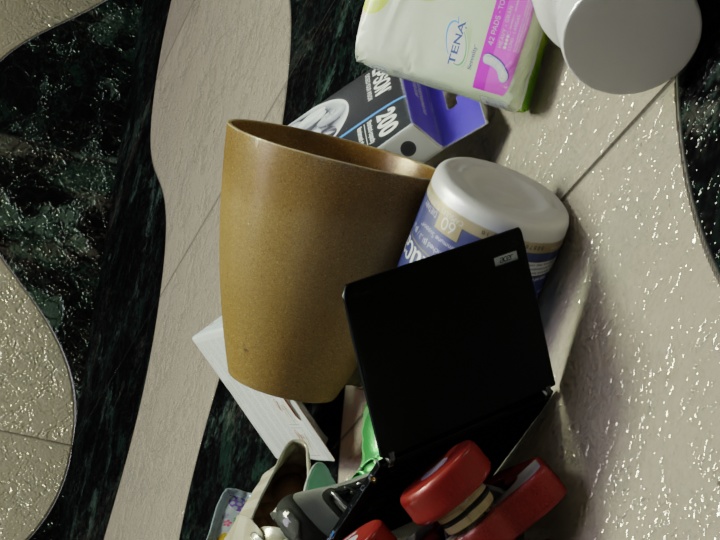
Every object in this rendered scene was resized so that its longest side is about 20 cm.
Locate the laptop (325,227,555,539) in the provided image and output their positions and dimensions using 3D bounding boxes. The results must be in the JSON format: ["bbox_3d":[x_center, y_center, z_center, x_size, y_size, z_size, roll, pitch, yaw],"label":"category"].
[{"bbox_3d":[0.042,0.090,1.227,0.104,0.176,0.201,53,137,23],"label":"laptop"}]

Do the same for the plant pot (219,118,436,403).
[{"bbox_3d":[-0.041,-0.003,1.391,0.186,0.185,0.202,-134,57,-71],"label":"plant pot"}]

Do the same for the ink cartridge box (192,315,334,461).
[{"bbox_3d":[-0.084,0.115,1.719,0.057,0.163,0.200,-37,7,-23],"label":"ink cartridge box"}]

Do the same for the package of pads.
[{"bbox_3d":[0.089,-0.247,1.416,0.068,0.153,0.202,-3,-70,-70],"label":"package of pads"}]

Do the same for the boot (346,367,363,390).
[{"bbox_3d":[0.000,0.000,1.484,0.075,0.096,0.202,-175,99,-75],"label":"boot"}]

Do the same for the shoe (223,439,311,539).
[{"bbox_3d":[-0.078,0.221,1.482,0.201,0.069,0.054,-69,-4,-56],"label":"shoe"}]

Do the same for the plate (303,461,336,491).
[{"bbox_3d":[-0.024,0.268,1.495,0.200,0.025,0.202,-4,-90,-81],"label":"plate"}]

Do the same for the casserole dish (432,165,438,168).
[{"bbox_3d":[0.069,0.004,1.490,0.121,0.038,0.202,130,150,-57],"label":"casserole dish"}]

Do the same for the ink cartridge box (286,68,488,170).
[{"bbox_3d":[0.014,-0.129,1.556,0.199,0.044,0.199,-32,24,11],"label":"ink cartridge box"}]

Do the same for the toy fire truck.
[{"bbox_3d":[0.054,0.199,1.205,0.200,0.112,0.168,-40,3,1],"label":"toy fire truck"}]

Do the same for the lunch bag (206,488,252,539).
[{"bbox_3d":[-0.097,0.327,1.530,0.201,0.126,0.171,-67,-15,-55],"label":"lunch bag"}]

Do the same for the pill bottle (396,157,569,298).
[{"bbox_3d":[0.075,0.025,1.322,0.111,0.110,0.201,-108,35,-61],"label":"pill bottle"}]

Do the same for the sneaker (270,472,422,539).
[{"bbox_3d":[0.009,0.179,1.309,0.074,0.199,0.080,44,114,32],"label":"sneaker"}]

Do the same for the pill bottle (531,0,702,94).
[{"bbox_3d":[0.170,-0.218,1.196,0.201,0.115,0.116,-96,26,-48],"label":"pill bottle"}]

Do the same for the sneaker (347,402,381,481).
[{"bbox_3d":[0.012,0.198,1.425,0.074,0.083,0.202,-17,63,49],"label":"sneaker"}]
